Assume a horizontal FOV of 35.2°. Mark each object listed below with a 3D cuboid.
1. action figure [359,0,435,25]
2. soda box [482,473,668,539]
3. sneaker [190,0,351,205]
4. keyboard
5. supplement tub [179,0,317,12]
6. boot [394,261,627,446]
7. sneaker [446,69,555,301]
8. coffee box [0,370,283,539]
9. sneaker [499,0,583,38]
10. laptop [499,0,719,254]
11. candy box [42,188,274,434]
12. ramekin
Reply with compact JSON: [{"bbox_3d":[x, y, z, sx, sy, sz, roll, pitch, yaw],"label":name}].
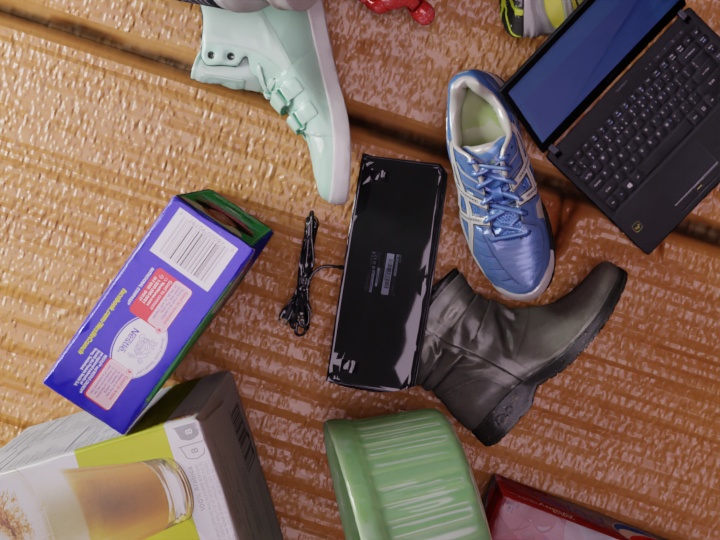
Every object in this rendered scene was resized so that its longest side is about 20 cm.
[{"bbox_3d":[-0.012,-0.277,0.941,0.200,0.052,0.065,45,98,-4],"label":"action figure"},{"bbox_3d":[0.199,0.247,0.985,0.200,0.070,0.063,21,96,-3],"label":"soda box"},{"bbox_3d":[-0.075,-0.142,0.940,0.118,0.074,0.201,-13,86,-6],"label":"sneaker"},{"bbox_3d":[0.000,0.000,0.970,0.127,0.021,0.200,9,85,9],"label":"keyboard"},{"bbox_3d":[-0.127,-0.276,0.871,0.200,0.140,0.141,14,96,17],"label":"supplement tub"},{"bbox_3d":[0.122,0.041,0.969,0.131,0.068,0.200,42,93,2],"label":"boot"},{"bbox_3d":[0.106,-0.071,0.930,0.076,0.077,0.200,-19,83,15],"label":"sneaker"},{"bbox_3d":[-0.180,0.215,0.913,0.198,0.200,0.200,-16,95,1],"label":"coffee box"},{"bbox_3d":[0.159,-0.294,0.935,0.076,0.075,0.200,0,106,-8],"label":"sneaker"},{"bbox_3d":[0.238,-0.139,0.930,0.200,0.103,0.177,44,94,-4],"label":"laptop"},{"bbox_3d":[-0.150,0.023,0.894,0.077,0.200,0.169,36,95,-5],"label":"candy box"},{"bbox_3d":[0.041,0.208,0.921,0.098,0.200,0.200,-13,96,-7],"label":"ramekin"}]
